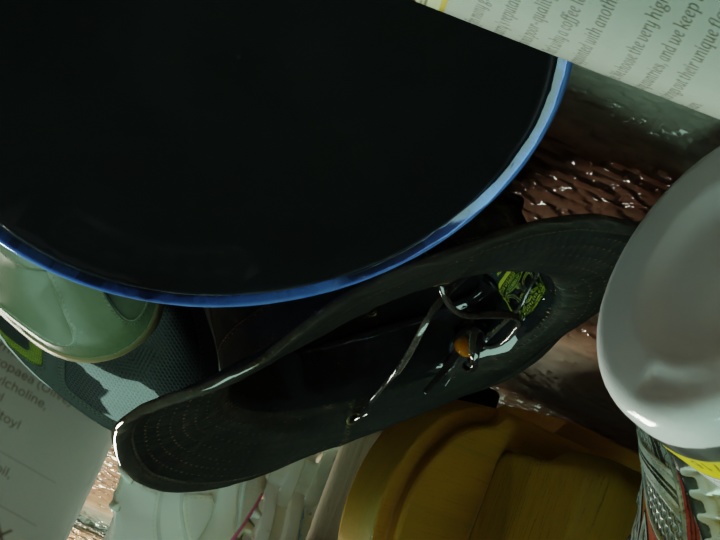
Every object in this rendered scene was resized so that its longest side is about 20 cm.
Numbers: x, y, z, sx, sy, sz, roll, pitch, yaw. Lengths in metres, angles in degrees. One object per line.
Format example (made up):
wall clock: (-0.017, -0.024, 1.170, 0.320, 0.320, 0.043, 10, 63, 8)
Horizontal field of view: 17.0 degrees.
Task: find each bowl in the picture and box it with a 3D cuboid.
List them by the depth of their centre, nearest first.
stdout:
bowl: (-0.035, -0.068, 0.664, 0.200, 0.039, 0.201, -5, 134, -5)

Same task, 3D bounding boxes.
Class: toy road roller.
toy road roller: (0.075, 0.120, 0.949, 0.200, 0.123, 0.146, 26, 171, -34)

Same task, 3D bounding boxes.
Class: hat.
hat: (0.000, 0.000, 0.824, 0.201, 0.081, 0.201, -21, 165, -6)

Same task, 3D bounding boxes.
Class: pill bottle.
pill bottle: (0.179, 0.048, 0.776, 0.200, 0.111, 0.111, 36, 153, -29)

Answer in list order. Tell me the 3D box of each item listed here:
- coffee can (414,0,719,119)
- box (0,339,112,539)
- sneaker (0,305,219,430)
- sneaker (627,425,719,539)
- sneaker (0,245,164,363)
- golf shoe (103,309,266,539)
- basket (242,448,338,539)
coffee can: (0.114, -0.090, 0.483, 0.200, 0.146, 0.146, 22, 157, 0)
box: (-0.212, 0.034, 1.002, 0.200, 0.171, 0.199, 32, 155, -16)
sneaker: (-0.119, -0.014, 0.839, 0.200, 0.074, 0.085, 55, -172, -16)
sneaker: (0.115, 0.094, 0.833, 0.078, 0.200, 0.082, 22, 137, -39)
sneaker: (-0.124, -0.053, 0.738, 0.090, 0.067, 0.200, -95, -21, -78)
golf shoe: (-0.065, 0.055, 0.929, 0.092, 0.200, 0.075, 36, -177, -10)
basket: (-0.016, 0.133, 1.061, 0.139, 0.176, 0.200, 2, 169, 40)
